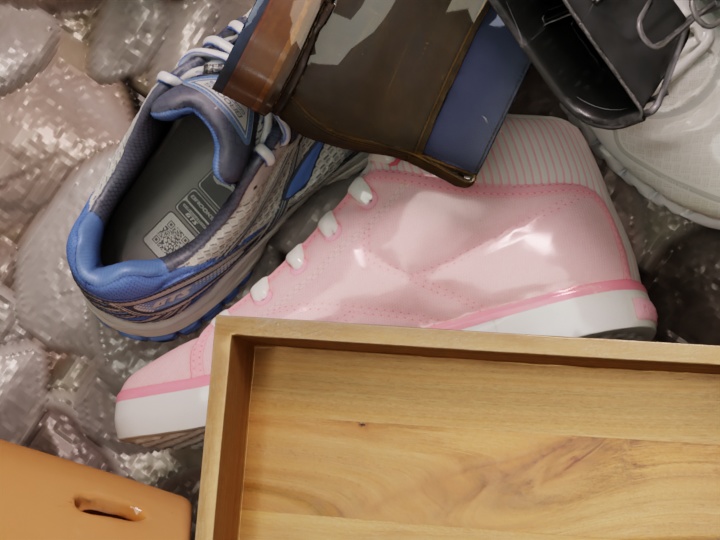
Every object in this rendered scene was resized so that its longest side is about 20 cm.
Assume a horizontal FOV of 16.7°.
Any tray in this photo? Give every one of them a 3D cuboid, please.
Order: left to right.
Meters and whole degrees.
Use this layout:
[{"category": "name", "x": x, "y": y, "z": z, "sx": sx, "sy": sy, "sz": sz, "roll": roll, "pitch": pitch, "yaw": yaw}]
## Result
[{"category": "tray", "x": 0.047, "y": 0.071, "z": 0.812, "sx": 0.200, "sy": 0.037, "sz": 0.099, "roll": 3, "pitch": 83, "yaw": 14}]

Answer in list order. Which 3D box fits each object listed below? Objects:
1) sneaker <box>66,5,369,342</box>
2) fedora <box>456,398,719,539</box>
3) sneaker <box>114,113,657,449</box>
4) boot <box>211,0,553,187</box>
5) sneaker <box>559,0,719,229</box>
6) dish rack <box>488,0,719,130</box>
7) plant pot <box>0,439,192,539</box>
[{"category": "sneaker", "x": -0.035, "y": -0.057, "z": 0.903, "sx": 0.077, "sy": 0.085, "sz": 0.200, "roll": 38, "pitch": 92, "yaw": 14}, {"category": "fedora", "x": 0.117, "y": 0.137, "z": 0.847, "sx": 0.200, "sy": 0.082, "sz": 0.201, "roll": -2, "pitch": 82, "yaw": 15}, {"category": "sneaker", "x": 0.000, "y": 0.000, "z": 0.895, "sx": 0.200, "sy": 0.075, "sz": 0.105, "roll": -15, "pitch": 78, "yaw": 8}, {"category": "boot", "x": 0.038, "y": -0.127, "z": 0.840, "sx": 0.097, "sy": 0.075, "sz": 0.200, "roll": 29, "pitch": 95, "yaw": -5}, {"category": "sneaker", "x": 0.089, "y": -0.096, "z": 0.883, "sx": 0.075, "sy": 0.081, "sz": 0.200, "roll": -40, "pitch": 78, "yaw": 3}, {"category": "dish rack", "x": 0.104, "y": -0.138, "z": 0.723, "sx": 0.200, "sy": 0.055, "sz": 0.153, "roll": -20, "pitch": 112, "yaw": 49}, {"category": "plant pot", "x": -0.132, "y": 0.144, "z": 0.855, "sx": 0.140, "sy": 0.200, "sz": 0.201, "roll": 5, "pitch": 84, "yaw": -3}]
